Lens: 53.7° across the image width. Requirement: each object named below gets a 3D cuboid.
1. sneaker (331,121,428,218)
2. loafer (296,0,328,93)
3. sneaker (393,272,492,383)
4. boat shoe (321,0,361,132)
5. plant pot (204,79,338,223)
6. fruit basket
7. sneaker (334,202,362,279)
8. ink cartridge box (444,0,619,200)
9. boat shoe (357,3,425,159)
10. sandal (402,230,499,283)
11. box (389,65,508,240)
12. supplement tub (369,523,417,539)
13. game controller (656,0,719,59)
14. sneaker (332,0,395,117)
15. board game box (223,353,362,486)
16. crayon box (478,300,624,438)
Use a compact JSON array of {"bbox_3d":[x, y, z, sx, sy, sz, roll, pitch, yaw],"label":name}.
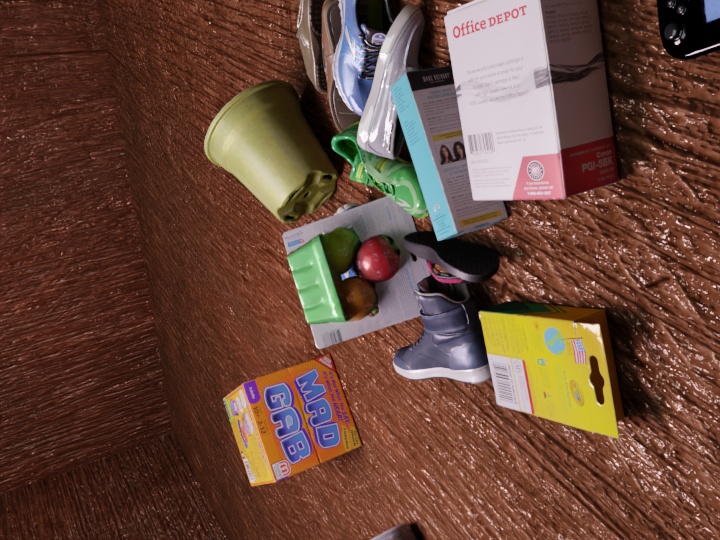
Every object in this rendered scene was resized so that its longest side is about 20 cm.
[{"bbox_3d":[0.029,-0.137,1.021,0.200,0.083,0.075,46,144,31],"label":"sneaker"},{"bbox_3d":[-0.066,-0.376,1.093,0.067,0.075,0.202,39,137,40],"label":"loafer"},{"bbox_3d":[0.099,0.078,1.001,0.201,0.077,0.148,-10,107,54],"label":"sneaker"},{"bbox_3d":[-0.020,-0.307,1.061,0.068,0.071,0.202,-116,21,-59],"label":"boat shoe"},{"bbox_3d":[-0.139,-0.193,1.242,0.185,0.199,0.201,51,147,17],"label":"plant pot"},{"bbox_3d":[0.000,0.000,1.071,0.094,0.198,0.187,55,-164,-87],"label":"fruit basket"},{"bbox_3d":[-0.006,-0.003,1.162,0.089,0.078,0.202,43,140,50],"label":"sneaker"},{"bbox_3d":[0.172,-0.179,0.725,0.146,0.082,0.202,10,114,61],"label":"ink cartridge box"},{"bbox_3d":[0.057,-0.244,0.942,0.071,0.070,0.202,27,120,15],"label":"boat shoe"},{"bbox_3d":[0.119,-0.011,0.938,0.200,0.074,0.046,-147,50,-64],"label":"sandal"},{"bbox_3d":[0.107,-0.145,0.872,0.049,0.082,0.202,-24,83,64],"label":"box"},{"bbox_3d":[0.079,0.576,1.280,0.201,0.121,0.123,62,151,22],"label":"supplement tub"},{"bbox_3d":[0.295,-0.226,0.504,0.199,0.042,0.106,-6,99,63],"label":"game controller"},{"bbox_3d":[0.008,-0.308,0.972,0.089,0.078,0.202,-131,34,-60],"label":"sneaker"},{"bbox_3d":[-0.149,0.317,1.497,0.200,0.198,0.202,-39,69,62],"label":"board game box"},{"bbox_3d":[0.225,0.107,0.815,0.199,0.050,0.128,4,108,63],"label":"crayon box"}]
